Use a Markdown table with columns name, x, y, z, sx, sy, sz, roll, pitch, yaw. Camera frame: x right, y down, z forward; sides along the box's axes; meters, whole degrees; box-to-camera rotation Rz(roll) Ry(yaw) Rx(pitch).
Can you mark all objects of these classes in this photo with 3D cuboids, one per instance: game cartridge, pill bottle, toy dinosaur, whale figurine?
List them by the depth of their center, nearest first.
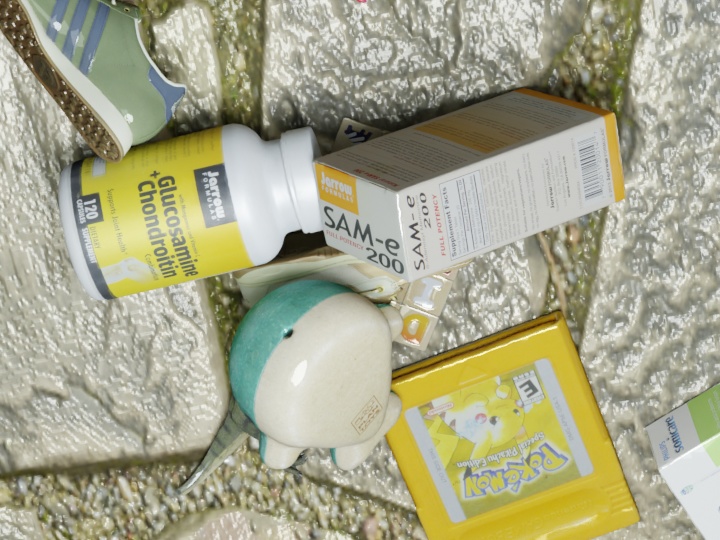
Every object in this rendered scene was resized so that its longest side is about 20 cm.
| name | x | y | z | sx | sy | sz | roll | pitch | yaw |
| --- | --- | --- | --- | --- | --- | --- | --- | --- | --- |
| pill bottle | -0.126 | -0.051 | 1.595 | 0.199 | 0.112 | 0.112 | -13 | 110 | 5 |
| whale figurine | -0.033 | 0.083 | 1.602 | 0.104 | 0.200 | 0.159 | 34 | 80 | 30 |
| toy dinosaur | -0.076 | 0.122 | 1.696 | 0.088 | 0.048 | 0.200 | 20 | 121 | -15 |
| game cartridge | 0.121 | 0.152 | 1.716 | 0.176 | 0.032 | 0.201 | -21 | 108 | 7 |

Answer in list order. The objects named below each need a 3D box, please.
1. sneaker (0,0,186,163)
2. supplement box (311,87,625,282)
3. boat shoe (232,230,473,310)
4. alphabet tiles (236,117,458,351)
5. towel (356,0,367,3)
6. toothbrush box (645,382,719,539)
| name | x | y | z | sx | sy | sz | roll | pitch | yaw |
| --- | --- | --- | --- | --- | --- | --- | --- | --- | --- |
| sneaker | -0.213 | -0.184 | 1.575 | 0.090 | 0.067 | 0.200 | -36 | 89 | -25 |
| supplement box | 0.082 | -0.067 | 1.541 | 0.199 | 0.126 | 0.074 | -20 | 113 | -25 |
| boat shoe | 0.000 | 0.000 | 1.634 | 0.199 | 0.074 | 0.067 | -8 | 116 | 14 |
| alphabet tiles | -0.001 | -0.018 | 1.664 | 0.166 | 0.006 | 0.201 | 19 | 109 | -8 |
| towel | -0.053 | -0.306 | 1.549 | 0.199 | 0.022 | 0.145 | 25 | 106 | -11 |
| toothbrush box | 0.359 | 0.150 | 1.688 | 0.200 | 0.086 | 0.146 | -33 | 108 | 10 |
